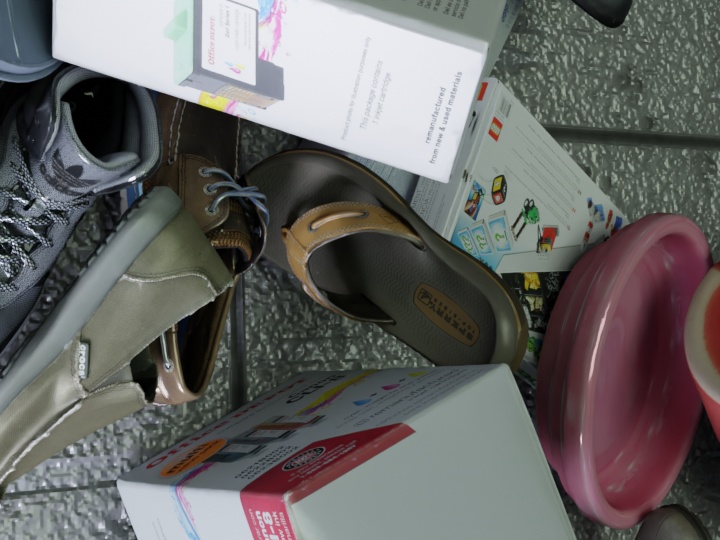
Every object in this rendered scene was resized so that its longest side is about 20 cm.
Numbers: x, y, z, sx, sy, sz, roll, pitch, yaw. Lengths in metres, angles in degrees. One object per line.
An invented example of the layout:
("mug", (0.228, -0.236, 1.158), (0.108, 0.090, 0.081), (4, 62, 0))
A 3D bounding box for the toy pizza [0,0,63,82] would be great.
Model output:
("toy pizza", (-0.182, -0.183, 0.668), (0.200, 0.032, 0.201), (-10, 90, -72))

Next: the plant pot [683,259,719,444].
("plant pot", (0.307, 0.070, 0.957), (0.177, 0.200, 0.201), (42, 66, -42))

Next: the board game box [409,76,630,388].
("board game box", (0.096, -0.015, 0.899), (0.200, 0.034, 0.127), (37, 69, -50))

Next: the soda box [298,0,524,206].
("soda box", (0.035, -0.126, 0.889), (0.063, 0.068, 0.201), (35, 70, -27))

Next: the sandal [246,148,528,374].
("sandal", (0.000, 0.000, 0.791), (0.054, 0.200, 0.082), (-17, 137, -47))

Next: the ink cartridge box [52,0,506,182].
("ink cartridge box", (-0.030, -0.142, 0.706), (0.199, 0.084, 0.145), (18, 43, 2))

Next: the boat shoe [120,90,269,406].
("boat shoe", (-0.085, -0.025, 0.792), (0.072, 0.072, 0.201), (11, 89, -53))

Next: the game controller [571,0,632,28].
("game controller", (0.120, -0.228, 0.913), (0.104, 0.042, 0.201), (42, 30, -32))

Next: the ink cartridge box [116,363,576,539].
("ink cartridge box", (-0.008, 0.143, 0.772), (0.145, 0.200, 0.145), (-27, 99, -31))

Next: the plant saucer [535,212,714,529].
("plant saucer", (0.167, 0.061, 0.941), (0.200, 0.051, 0.202), (-21, 116, -52))

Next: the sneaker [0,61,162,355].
("sneaker", (-0.164, -0.032, 0.729), (0.075, 0.114, 0.201), (31, 72, -27))

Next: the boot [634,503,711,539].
("boot", (0.140, 0.240, 0.915), (0.130, 0.068, 0.201), (9, 102, -33))

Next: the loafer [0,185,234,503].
("loafer", (-0.135, 0.054, 0.723), (0.070, 0.075, 0.200), (38, 103, -9))
